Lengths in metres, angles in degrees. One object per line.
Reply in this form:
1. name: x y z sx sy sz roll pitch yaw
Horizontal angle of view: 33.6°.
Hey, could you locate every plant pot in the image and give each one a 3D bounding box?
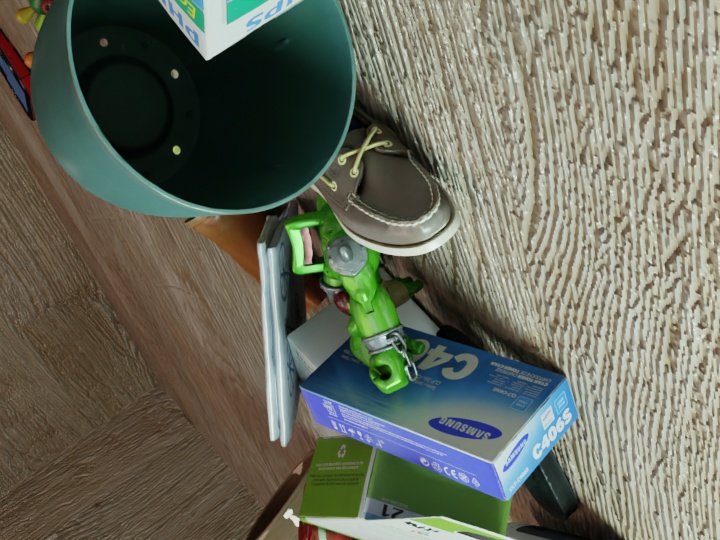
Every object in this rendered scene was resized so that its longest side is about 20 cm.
1. plant pot: -0.062 0.413 1.889 0.175 0.200 0.200 38 165 -5
2. plant pot: -0.130 -0.128 0.806 0.161 0.201 0.201 -9 117 56

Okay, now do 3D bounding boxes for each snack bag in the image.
1. snack bag: -0.071 0.037 1.108 0.200 0.021 0.189 -79 -14 -72

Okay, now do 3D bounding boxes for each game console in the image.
1. game console: -0.642 -0.371 2.184 0.177 0.031 0.200 54 164 -1

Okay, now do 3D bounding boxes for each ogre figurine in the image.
1. ogre figurine: 0.000 0.000 0.936 0.200 0.098 0.120 -69 -36 -54

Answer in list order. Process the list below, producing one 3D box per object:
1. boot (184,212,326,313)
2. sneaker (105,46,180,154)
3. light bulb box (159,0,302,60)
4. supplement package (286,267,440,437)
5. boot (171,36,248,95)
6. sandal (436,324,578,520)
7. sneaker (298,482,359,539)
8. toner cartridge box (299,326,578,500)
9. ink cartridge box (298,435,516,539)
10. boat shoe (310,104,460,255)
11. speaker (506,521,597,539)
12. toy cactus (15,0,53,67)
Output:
1. boot: -0.097 -0.019 1.227 0.155 0.074 0.200 48 -176 2
2. sneaker: -0.179 -0.103 1.011 0.200 0.090 0.078 38 160 24
3. light bulb box: -0.091 -0.257 0.626 0.198 0.125 0.200 51 163 13
4. supplement package: 0.018 0.111 1.108 0.114 0.110 0.200 47 163 25
5. boot: -0.098 -0.145 0.990 0.155 0.072 0.200 38 157 39
6. sandal: 0.115 0.135 0.989 0.200 0.048 0.075 57 165 -15
7. sneaker: 0.006 0.247 1.068 0.200 0.115 0.078 -105 22 -71
8. toner cartridge box: 0.056 0.100 0.913 0.200 0.095 0.043 15 139 43
9. ink cartridge box: 0.067 0.185 0.963 0.148 0.076 0.200 24 157 -28
10. boat shoe: -0.001 -0.076 0.849 0.200 0.072 0.060 45 166 50
11. speaker: 0.172 0.270 1.047 0.081 0.081 0.200 55 165 -2
12. toy cactus: -0.374 -0.321 1.415 0.200 0.102 0.165 -144 32 -70
